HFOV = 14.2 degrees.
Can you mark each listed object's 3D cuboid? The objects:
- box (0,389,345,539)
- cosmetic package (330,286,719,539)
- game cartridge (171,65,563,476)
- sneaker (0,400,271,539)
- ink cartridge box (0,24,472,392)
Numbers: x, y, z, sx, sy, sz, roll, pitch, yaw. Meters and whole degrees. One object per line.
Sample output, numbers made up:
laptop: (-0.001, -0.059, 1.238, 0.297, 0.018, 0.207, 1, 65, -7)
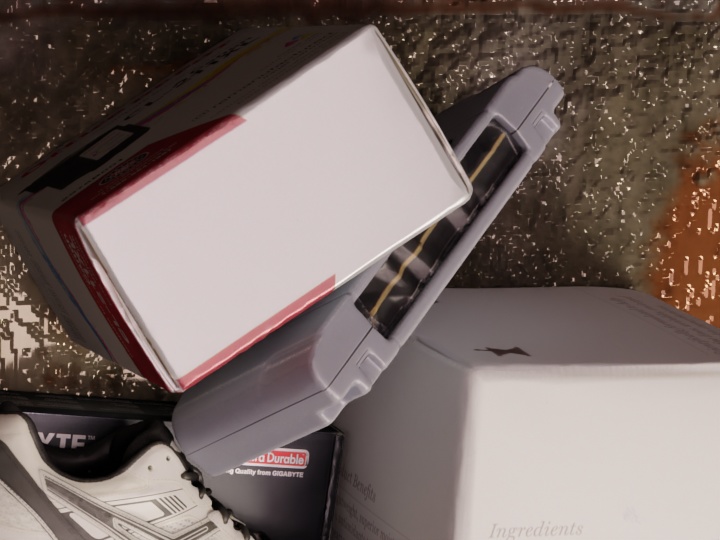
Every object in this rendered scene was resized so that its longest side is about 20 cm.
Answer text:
box: (-0.115, 0.138, 1.293, 0.199, 0.046, 0.160, 6, 98, -22)
cosmetic package: (0.083, 0.120, 1.303, 0.164, 0.165, 0.201, 1, 101, -22)
game cartridge: (0.000, 0.000, 1.241, 0.040, 0.133, 0.200, 44, 54, -9)
sneaker: (-0.080, 0.111, 1.236, 0.199, 0.076, 0.088, 15, 94, -23)
ink cartridge box: (-0.061, -0.031, 1.197, 0.145, 0.200, 0.083, -34, 103, -12)
